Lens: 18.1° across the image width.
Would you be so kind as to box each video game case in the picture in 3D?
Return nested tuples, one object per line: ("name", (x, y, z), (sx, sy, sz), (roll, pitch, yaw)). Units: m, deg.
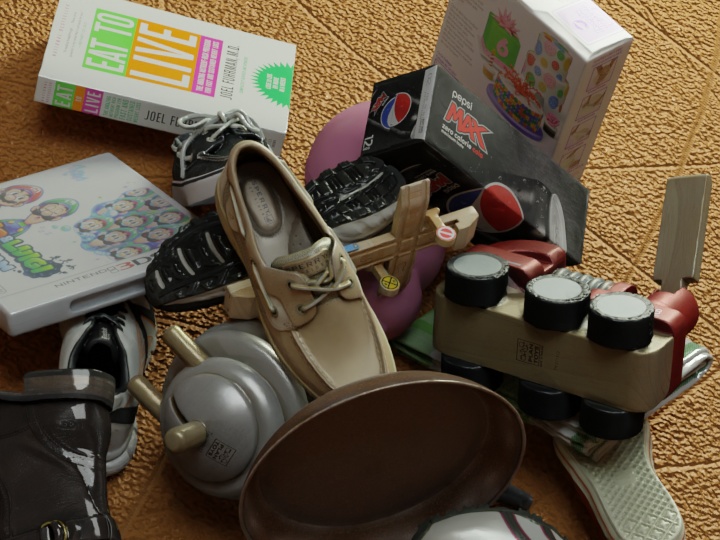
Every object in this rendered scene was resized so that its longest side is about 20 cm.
("video game case", (-0.219, -0.024, 1.670), (0.182, 0.024, 0.200), (-19, 32, -28))

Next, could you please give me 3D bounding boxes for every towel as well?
("towel", (0.142, 0.063, 1.693), (0.200, 0.031, 0.149), (26, 43, 37))

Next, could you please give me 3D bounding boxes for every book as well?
("book", (-0.156, -0.156, 1.829), (0.199, 0.048, 0.134), (12, 35, -7))

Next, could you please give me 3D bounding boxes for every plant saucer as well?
("plant saucer", (0.012, 0.129, 1.511), (0.199, 0.201, 0.032), (-6, 48, -19))

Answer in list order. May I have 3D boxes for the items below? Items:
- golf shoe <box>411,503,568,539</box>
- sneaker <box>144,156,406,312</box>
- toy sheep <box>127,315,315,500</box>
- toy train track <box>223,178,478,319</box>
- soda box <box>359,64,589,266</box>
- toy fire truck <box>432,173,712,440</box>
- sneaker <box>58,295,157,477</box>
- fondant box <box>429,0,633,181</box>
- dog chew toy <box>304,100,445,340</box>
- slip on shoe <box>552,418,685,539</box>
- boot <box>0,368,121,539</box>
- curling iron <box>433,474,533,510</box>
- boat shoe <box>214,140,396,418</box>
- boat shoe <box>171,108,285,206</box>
("golf shoe", (0.125, 0.217, 1.520), (0.199, 0.077, 0.088), (18, 15, 6))
("sneaker", (-0.056, -0.008, 1.607), (0.199, 0.080, 0.074), (-20, 46, -13))
("toy sheep", (-0.081, 0.095, 1.565), (0.138, 0.138, 0.200), (36, 28, 19))
("toy train track", (0.000, 0.000, 1.583), (0.199, 0.115, 0.033), (-18, 54, -24))
("soda box", (0.088, -0.071, 1.687), (0.200, 0.063, 0.071), (34, 54, -40))
("toy fire truck", (0.170, 0.010, 1.645), (0.175, 0.129, 0.200), (16, 28, 28))
("sneaker", (-0.180, 0.050, 1.623), (0.073, 0.080, 0.200), (3, 45, -8))
("fondant box", (0.124, -0.145, 1.794), (0.058, 0.200, 0.144), (-26, 59, -32))
("dog chew toy", (0.014, -0.032, 1.722), (0.124, 0.125, 0.201), (10, 54, -5))
("slip on shoe", (0.185, 0.153, 1.634), (0.074, 0.061, 0.200), (-11, 37, -7))
("boot", (-0.239, 0.162, 1.499), (0.199, 0.069, 0.175), (-12, 68, 22))
("curling iron", (0.052, 0.129, 1.574), (0.200, 0.050, 0.026), (34, 36, -35))
("boat shoe", (-0.037, 0.005, 1.505), (0.072, 0.065, 0.201), (-25, 77, -12))
("boat shoe", (-0.101, -0.086, 1.690), (0.073, 0.199, 0.068), (-9, 93, -12))
